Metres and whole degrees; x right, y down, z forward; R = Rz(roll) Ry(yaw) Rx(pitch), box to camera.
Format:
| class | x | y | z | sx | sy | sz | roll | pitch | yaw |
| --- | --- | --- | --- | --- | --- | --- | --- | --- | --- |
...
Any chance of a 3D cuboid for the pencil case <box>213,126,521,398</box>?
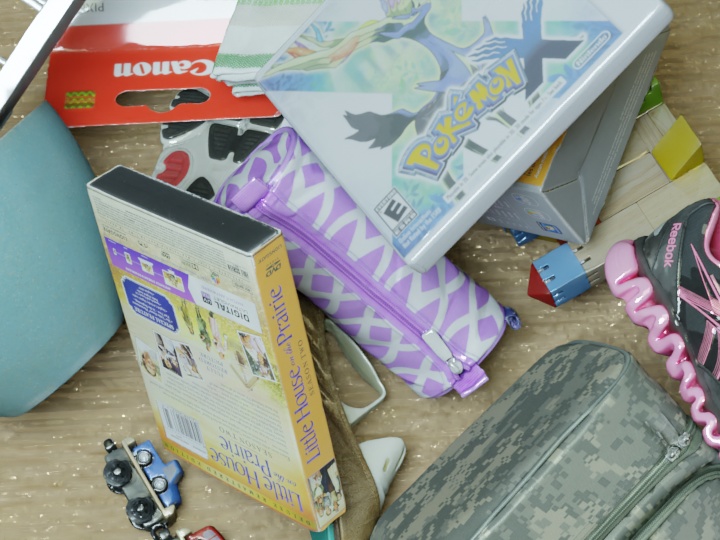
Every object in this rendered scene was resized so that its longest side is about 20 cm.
| class | x | y | z | sx | sy | sz | roll | pitch | yaw |
| --- | --- | --- | --- | --- | --- | --- | --- | --- | --- |
| pencil case | 0.000 | 0.000 | 1.133 | 0.200 | 0.086 | 0.084 | 39 | 113 | -17 |

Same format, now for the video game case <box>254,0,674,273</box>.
| class | x | y | z | sx | sy | sz | roll | pitch | yaw |
| --- | --- | --- | --- | --- | --- | --- | --- | --- | --- |
| video game case | 0.052 | -0.127 | 1.054 | 0.200 | 0.022 | 0.182 | -46 | 54 | 10 |

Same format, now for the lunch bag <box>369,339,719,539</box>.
| class | x | y | z | sx | sy | sz | roll | pitch | yaw |
| --- | --- | --- | --- | --- | --- | --- | --- | --- | --- |
| lunch bag | 0.134 | 0.160 | 1.094 | 0.200 | 0.139 | 0.168 | -45 | 105 | -11 |

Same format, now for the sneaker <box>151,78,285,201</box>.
| class | x | y | z | sx | sy | sz | roll | pitch | yaw |
| --- | --- | --- | --- | --- | --- | --- | --- | --- | --- |
| sneaker | -0.098 | -0.051 | 1.201 | 0.081 | 0.083 | 0.200 | 15 | 56 | 17 |

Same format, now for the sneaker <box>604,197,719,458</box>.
| class | x | y | z | sx | sy | sz | roll | pitch | yaw |
| --- | --- | --- | --- | --- | --- | --- | --- | --- | --- |
| sneaker | 0.226 | 0.043 | 1.059 | 0.095 | 0.079 | 0.200 | -40 | 68 | 21 |

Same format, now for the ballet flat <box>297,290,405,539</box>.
| class | x | y | z | sx | sy | sz | roll | pitch | yaw |
| --- | --- | --- | --- | --- | --- | --- | --- | --- | --- |
| ballet flat | -0.015 | 0.097 | 1.159 | 0.072 | 0.068 | 0.200 | -13 | 67 | -18 |

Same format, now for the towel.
| class | x | y | z | sx | sy | sz | roll | pitch | yaw |
| --- | --- | --- | --- | --- | --- | --- | --- | --- | --- |
| towel | 0.000 | -0.195 | 1.175 | 0.149 | 0.031 | 0.200 | 5 | 61 | 26 |

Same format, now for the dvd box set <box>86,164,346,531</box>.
| class | x | y | z | sx | sy | sz | roll | pitch | yaw |
| --- | --- | --- | --- | --- | --- | --- | --- | --- | --- |
| dvd box set | -0.083 | 0.046 | 1.075 | 0.146 | 0.200 | 0.029 | 22 | 46 | 41 |

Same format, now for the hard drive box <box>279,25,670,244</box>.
| class | x | y | z | sx | sy | sz | roll | pitch | yaw |
| --- | --- | --- | --- | --- | --- | --- | --- | --- | --- |
| hard drive box | 0.070 | -0.116 | 1.159 | 0.200 | 0.077 | 0.156 | 13 | 73 | 35 |

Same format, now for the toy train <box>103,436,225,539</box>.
| class | x | y | z | sx | sy | sz | roll | pitch | yaw |
| --- | --- | --- | --- | --- | --- | --- | --- | --- | --- |
| toy train | -0.099 | 0.183 | 1.143 | 0.046 | 0.034 | 0.200 | -32 | 75 | -12 |

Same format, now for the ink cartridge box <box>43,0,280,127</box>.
| class | x | y | z | sx | sy | sz | roll | pitch | yaw |
| --- | --- | --- | --- | --- | --- | --- | --- | --- | --- |
| ink cartridge box | -0.132 | -0.186 | 1.224 | 0.162 | 0.050 | 0.200 | -3 | 51 | 1 |

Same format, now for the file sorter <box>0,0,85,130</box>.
| class | x | y | z | sx | sy | sz | roll | pitch | yaw |
| --- | --- | --- | --- | --- | --- | --- | --- | --- | --- |
| file sorter | -0.225 | -0.183 | 1.098 | 0.124 | 0.139 | 0.200 | 34 | 93 | -10 |

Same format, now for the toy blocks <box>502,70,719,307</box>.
| class | x | y | z | sx | sy | sz | roll | pitch | yaw |
| --- | --- | --- | --- | --- | --- | --- | --- | --- | --- |
| toy blocks | 0.140 | -0.063 | 1.191 | 0.137 | 0.100 | 0.200 | -30 | 63 | 2 |

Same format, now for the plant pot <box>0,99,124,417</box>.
| class | x | y | z | sx | sy | sz | roll | pitch | yaw |
| --- | --- | --- | --- | --- | --- | --- | --- | --- | --- |
| plant pot | -0.224 | 0.011 | 1.135 | 0.200 | 0.200 | 0.135 | -43 | 101 | -11 |
